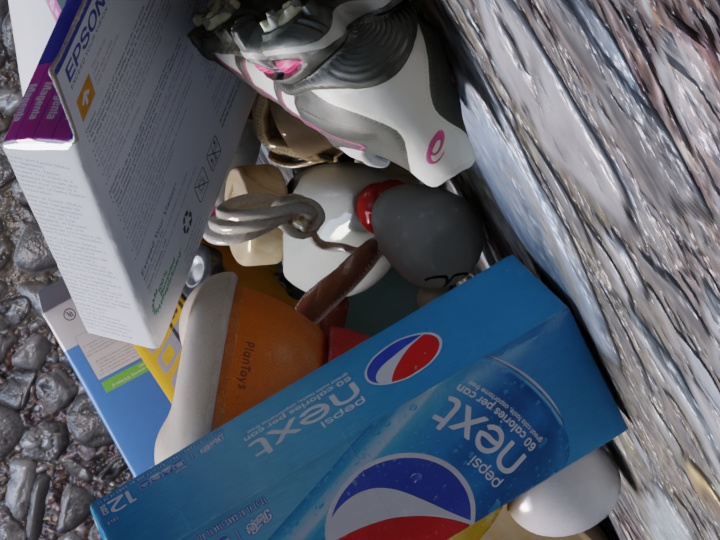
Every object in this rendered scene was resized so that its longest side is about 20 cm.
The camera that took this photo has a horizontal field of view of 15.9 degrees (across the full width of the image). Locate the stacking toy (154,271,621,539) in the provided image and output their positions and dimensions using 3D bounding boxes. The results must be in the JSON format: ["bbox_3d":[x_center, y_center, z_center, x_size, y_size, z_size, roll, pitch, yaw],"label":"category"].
[{"bbox_3d":[0.013,0.085,1.110,0.146,0.200,0.146,-171,90,-89],"label":"stacking toy"}]

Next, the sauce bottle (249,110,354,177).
[{"bbox_3d":[-0.058,-0.126,1.374,0.200,0.065,0.065,62,177,-30],"label":"sauce bottle"}]

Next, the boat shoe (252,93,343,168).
[{"bbox_3d":[-0.024,-0.084,1.202,0.071,0.064,0.200,61,177,-4],"label":"boat shoe"}]

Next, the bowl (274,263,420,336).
[{"bbox_3d":[0.016,0.061,1.476,0.201,0.105,0.201,60,177,6],"label":"bowl"}]

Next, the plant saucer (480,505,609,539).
[{"bbox_3d":[0.047,0.144,1.354,0.200,0.200,0.029,64,-143,-43],"label":"plant saucer"}]

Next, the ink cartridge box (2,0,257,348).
[{"bbox_3d":[-0.086,-0.102,1.050,0.200,0.043,0.197,75,-150,-56],"label":"ink cartridge box"}]

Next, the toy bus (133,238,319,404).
[{"bbox_3d":[-0.057,0.048,1.311,0.065,0.078,0.200,18,-160,-36],"label":"toy bus"}]

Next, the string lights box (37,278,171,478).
[{"bbox_3d":[-0.090,0.079,1.456,0.200,0.103,0.059,63,176,-15],"label":"string lights box"}]

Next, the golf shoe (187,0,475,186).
[{"bbox_3d":[-0.011,-0.080,0.994,0.088,0.077,0.200,53,180,-16],"label":"golf shoe"}]

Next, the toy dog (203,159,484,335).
[{"bbox_3d":[0.000,0.000,1.200,0.200,0.132,0.096,-83,-13,-79],"label":"toy dog"}]

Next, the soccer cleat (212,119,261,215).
[{"bbox_3d":[-0.085,-0.078,1.429,0.070,0.086,0.200,48,179,-14],"label":"soccer cleat"}]

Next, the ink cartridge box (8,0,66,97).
[{"bbox_3d":[-0.144,-0.126,1.197,0.174,0.044,0.200,36,139,47],"label":"ink cartridge box"}]

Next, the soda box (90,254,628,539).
[{"bbox_3d":[-0.001,0.078,1.015,0.064,0.200,0.068,61,175,-25],"label":"soda box"}]
